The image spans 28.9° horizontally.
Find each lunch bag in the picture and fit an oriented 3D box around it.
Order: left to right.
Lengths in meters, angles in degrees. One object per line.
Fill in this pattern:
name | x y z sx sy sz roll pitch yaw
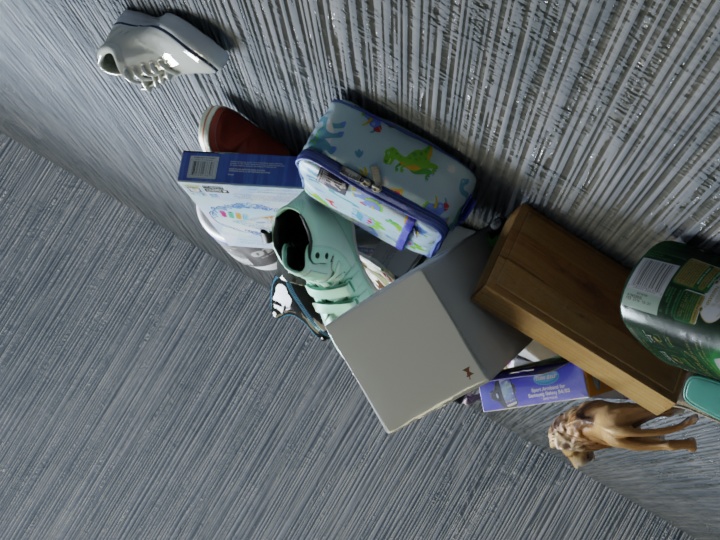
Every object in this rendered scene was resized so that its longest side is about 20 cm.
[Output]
lunch bag | 0.024 -0.081 1.300 0.160 0.083 0.200 28 174 0

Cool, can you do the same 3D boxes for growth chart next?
growth chart | 0.000 0.000 1.543 0.200 0.018 0.145 30 169 31

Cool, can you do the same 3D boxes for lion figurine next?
lion figurine | 0.279 0.168 1.503 0.122 0.073 0.200 0 166 -6

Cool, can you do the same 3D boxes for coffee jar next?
coffee jar | 0.291 0.042 1.020 0.104 0.085 0.200 39 171 -31

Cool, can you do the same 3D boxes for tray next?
tray | 0.205 0.034 1.245 0.200 0.099 0.037 32 149 -7

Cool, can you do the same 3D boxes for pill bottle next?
pill bottle | -0.148 -0.069 1.938 0.114 0.114 0.200 29 173 15

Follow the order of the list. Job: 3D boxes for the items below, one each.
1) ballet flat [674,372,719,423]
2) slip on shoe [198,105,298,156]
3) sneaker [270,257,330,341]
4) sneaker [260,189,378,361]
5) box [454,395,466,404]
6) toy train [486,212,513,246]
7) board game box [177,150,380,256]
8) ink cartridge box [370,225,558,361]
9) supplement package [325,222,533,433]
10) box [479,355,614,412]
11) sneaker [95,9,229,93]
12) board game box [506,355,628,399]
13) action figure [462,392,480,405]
ballet flat | 0.330 0.108 1.424 0.200 0.068 0.067 30 -159 22
slip on shoe | -0.111 -0.129 1.597 0.061 0.074 0.200 -2 153 38
sneaker | -0.012 0.047 1.644 0.200 0.082 0.073 23 -160 13
sneaker | -0.040 0.016 1.419 0.074 0.201 0.118 -11 -170 29
box | 0.068 0.054 1.759 0.200 0.148 0.104 35 172 -27
toy train | 0.189 0.012 1.339 0.200 0.042 0.056 36 -156 -38
board game box | -0.080 -0.073 1.571 0.199 0.044 0.199 4 161 13
ink cartridge box | 0.123 0.016 1.529 0.145 0.084 0.200 37 171 -35
supplement package | 0.078 0.049 1.297 0.118 0.117 0.200 59 -153 0
box | 0.203 0.100 1.335 0.119 0.042 0.200 -13 178 39
sneaker | -0.194 -0.205 1.360 0.073 0.071 0.200 35 172 -33
board game box | 0.228 0.118 1.631 0.199 0.041 0.200 4 -179 -17
action figure | 0.200 0.115 1.987 0.148 0.134 0.200 -12 -175 2
